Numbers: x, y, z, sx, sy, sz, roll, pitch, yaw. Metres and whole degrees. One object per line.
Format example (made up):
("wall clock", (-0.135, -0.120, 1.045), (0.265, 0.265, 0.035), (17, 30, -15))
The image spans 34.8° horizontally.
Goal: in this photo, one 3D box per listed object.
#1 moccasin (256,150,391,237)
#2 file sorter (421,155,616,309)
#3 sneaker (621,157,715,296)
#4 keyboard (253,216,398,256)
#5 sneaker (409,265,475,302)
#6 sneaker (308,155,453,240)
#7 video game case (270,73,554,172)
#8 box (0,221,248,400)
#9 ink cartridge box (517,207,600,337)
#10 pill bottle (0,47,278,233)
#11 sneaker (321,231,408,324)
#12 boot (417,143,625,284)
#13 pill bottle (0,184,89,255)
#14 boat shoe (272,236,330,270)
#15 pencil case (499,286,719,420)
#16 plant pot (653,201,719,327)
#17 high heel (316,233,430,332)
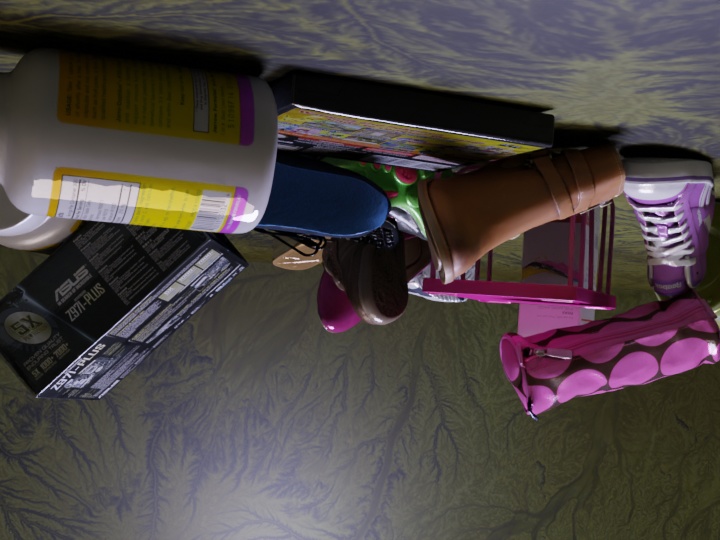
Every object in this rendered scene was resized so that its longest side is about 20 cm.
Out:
("moccasin", (-0.072, -0.063, 0.951), (0.199, 0.081, 0.068), (20, -171, 12))
("file sorter", (0.158, -0.033, 1.080), (0.138, 0.127, 0.200), (3, 177, 22))
("sneaker", (0.274, -0.036, 1.009), (0.072, 0.115, 0.200), (4, 176, 30))
("keyboard", (-0.063, -0.041, 1.031), (0.198, 0.040, 0.104), (15, 170, 9))
("sneaker", (0.037, -0.007, 1.400), (0.198, 0.080, 0.129), (6, 178, -29))
("sneaker", (0.023, -0.075, 1.060), (0.083, 0.077, 0.199), (9, 171, 40))
("video game case", (0.013, -0.105, 0.854), (0.198, 0.026, 0.180), (6, 177, -22))
("box", (-0.214, 0.019, 1.031), (0.086, 0.200, 0.164), (48, 180, 9))
("ink cartridge box", (0.212, 0.016, 1.226), (0.067, 0.202, 0.116), (2, 177, 20))
("pill bottle", (-0.159, -0.083, 0.728), (0.198, 0.105, 0.104), (5, 177, -19))
("sneaker", (0.000, 0.000, 1.108), (0.075, 0.071, 0.200), (-25, -156, 18))
("boot", (0.127, -0.055, 0.884), (0.153, 0.074, 0.200), (-12, -163, 13))
("pill bottle", (-0.272, -0.071, 0.999), (0.113, 0.115, 0.200), (3, 177, 9))
("boat shoe", (-0.025, -0.066, 1.255), (0.199, 0.070, 0.073), (-25, 153, 35))
("pencil case", (0.232, 0.071, 1.059), (0.198, 0.091, 0.094), (-17, 144, -4))
("plant pot", (0.430, 0.014, 1.268), (0.192, 0.202, 0.200), (20, 168, -35))
("high heel", (0.027, 0.004, 1.188), (0.095, 0.068, 0.200), (-15, -168, 28))
